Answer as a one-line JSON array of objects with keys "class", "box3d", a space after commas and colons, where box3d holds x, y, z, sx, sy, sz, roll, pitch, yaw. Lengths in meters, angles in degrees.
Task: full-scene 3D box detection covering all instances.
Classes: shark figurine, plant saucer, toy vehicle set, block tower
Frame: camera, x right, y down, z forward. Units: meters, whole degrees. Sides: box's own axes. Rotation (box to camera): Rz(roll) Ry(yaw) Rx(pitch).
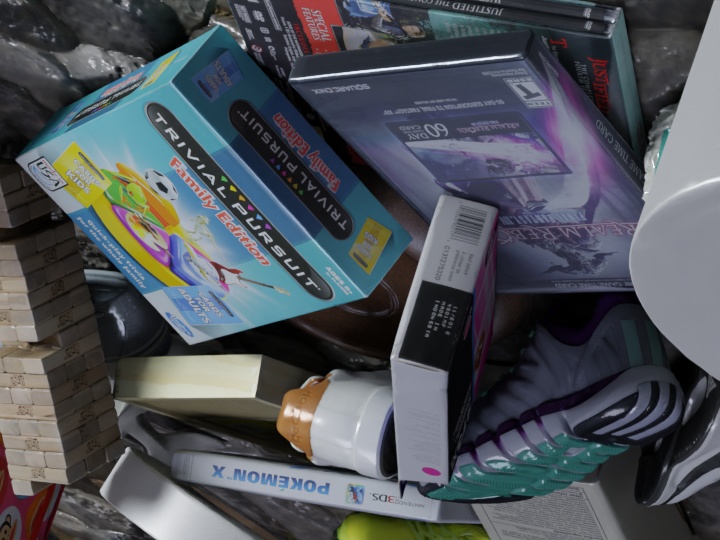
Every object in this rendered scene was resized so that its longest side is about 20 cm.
[{"class": "shark figurine", "box3d": [-0.157, 0.103, 1.495, 0.127, 0.090, 0.215, 24, 151, 1]}, {"class": "plant saucer", "box3d": [0.000, 0.000, 1.248, 0.199, 0.032, 0.201, 18, 152, 10]}, {"class": "toy vehicle set", "box3d": [-0.046, 0.091, 1.380, 0.124, 0.027, 0.199, -2, 163, 39]}, {"class": "block tower", "box3d": [-0.198, 0.035, 1.324, 0.057, 0.054, 0.202, 1, 108, 37]}]

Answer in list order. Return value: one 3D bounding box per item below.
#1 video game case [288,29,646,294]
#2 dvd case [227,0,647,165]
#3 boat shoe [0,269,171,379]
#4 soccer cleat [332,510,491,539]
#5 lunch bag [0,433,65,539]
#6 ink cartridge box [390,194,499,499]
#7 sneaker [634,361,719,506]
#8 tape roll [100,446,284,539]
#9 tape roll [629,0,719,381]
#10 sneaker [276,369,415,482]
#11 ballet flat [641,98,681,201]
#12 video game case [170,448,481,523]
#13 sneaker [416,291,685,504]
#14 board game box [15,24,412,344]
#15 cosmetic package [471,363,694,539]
[{"class": "video game case", "box3d": [0.075, -0.047, 1.069, 0.142, 0.019, 0.200, -2, 146, 40]}, {"class": "dvd case", "box3d": [0.040, -0.091, 1.062, 0.199, 0.022, 0.146, 12, 151, 22]}, {"class": "boat shoe", "box3d": [-0.212, 0.020, 1.420, 0.200, 0.070, 0.072, 6, 128, 34]}, {"class": "soccer cleat", "box3d": [0.051, 0.183, 1.437, 0.083, 0.065, 0.200, -26, 157, 22]}, {"class": "lunch bag", "box3d": [-0.264, 0.148, 1.525, 0.081, 0.201, 0.176, 13, 164, 20]}, {"class": "ink cartridge box", "box3d": [0.044, 0.048, 1.152, 0.037, 0.095, 0.200, 15, 156, 7]}, {"class": "sneaker", "box3d": [0.223, 0.099, 1.208, 0.114, 0.076, 0.201, 11, 165, -4]}, {"class": "tape roll", "box3d": [-0.078, 0.184, 1.419, 0.202, 0.037, 0.203, 32, 175, 3]}, {"class": "tape roll", "box3d": [0.224, -0.036, 0.890, 0.201, 0.140, 0.203, 17, 153, 9]}, {"class": "sneaker", "box3d": [0.008, 0.085, 1.301, 0.084, 0.073, 0.200, 12, 178, 19]}, {"class": "ballet flat", "box3d": [0.204, -0.006, 1.043, 0.199, 0.072, 0.072, 35, 151, -24]}, {"class": "video game case", "box3d": [-0.001, 0.142, 1.412, 0.181, 0.022, 0.200, 7, 175, 21]}, {"class": "sneaker", "box3d": [0.104, 0.070, 1.219, 0.074, 0.088, 0.199, 14, 151, -36]}, {"class": "board game box", "box3d": [-0.084, -0.039, 1.168, 0.151, 0.047, 0.200, 47, 151, -16]}, {"class": "cosmetic package", "box3d": [0.135, 0.145, 1.360, 0.103, 0.073, 0.200, 8, 150, 26]}]
